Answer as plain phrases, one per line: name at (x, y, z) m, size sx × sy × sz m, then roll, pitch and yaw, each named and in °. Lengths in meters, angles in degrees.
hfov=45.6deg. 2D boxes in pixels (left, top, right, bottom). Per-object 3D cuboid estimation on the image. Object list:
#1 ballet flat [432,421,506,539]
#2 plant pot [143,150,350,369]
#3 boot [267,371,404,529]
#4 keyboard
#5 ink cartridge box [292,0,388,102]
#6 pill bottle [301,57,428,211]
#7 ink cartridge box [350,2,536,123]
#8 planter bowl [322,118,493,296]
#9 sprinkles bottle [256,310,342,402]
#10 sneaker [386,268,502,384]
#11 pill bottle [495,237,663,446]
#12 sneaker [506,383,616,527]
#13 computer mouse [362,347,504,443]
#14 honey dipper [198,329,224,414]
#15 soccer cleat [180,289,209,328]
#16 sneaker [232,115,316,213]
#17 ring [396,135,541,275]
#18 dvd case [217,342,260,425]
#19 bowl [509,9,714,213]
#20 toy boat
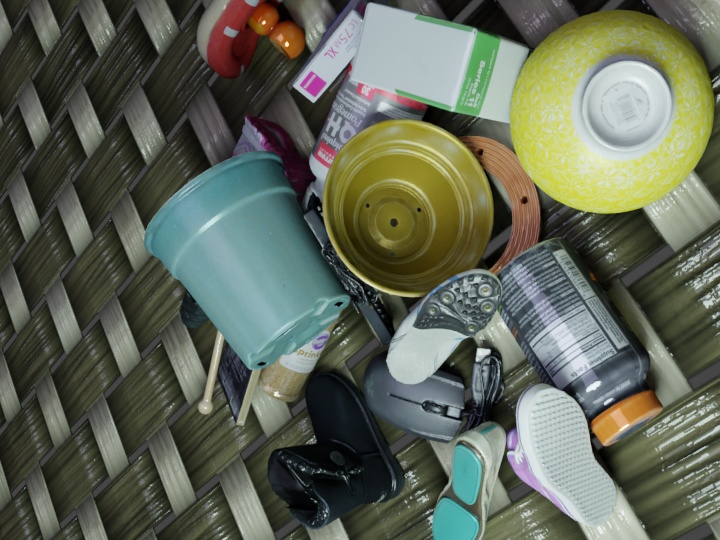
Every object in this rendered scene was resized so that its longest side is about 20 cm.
ballet flat at (0.130, 0.250, 0.970) m, size 0.067 × 0.062 × 0.202 m, roll 36°, pitch 138°, yaw 28°
plant pot at (-0.123, -0.003, 1.026) m, size 0.200 × 0.199 × 0.197 m, roll -44°, pitch 75°, yaw 29°
boot at (-0.050, 0.213, 1.055) m, size 0.077 × 0.167 × 0.201 m, roll -49°, pitch 60°, yaw 26°
keyboard at (0.000, 0.000, 1.015) m, size 0.039 × 0.104 × 0.201 m, roll -27°, pitch 112°, yaw 14°
ink cartridge box at (-0.017, -0.297, 1.065) m, size 0.042 × 0.201 × 0.119 m, roll 37°, pitch 122°, yaw -16°
pill bottle at (0.002, -0.155, 1.058) m, size 0.110 × 0.110 × 0.202 m, roll 37°, pitch 111°, yaw 33°
ink cartridge box at (0.109, -0.215, 0.918) m, size 0.146 × 0.199 × 0.084 m, roll 26°, pitch 108°, yaw 37°
planter bowl at (0.047, -0.064, 0.986) m, size 0.083 × 0.197 × 0.204 m, roll 136°, pitch 125°, yaw -74°
sprinkles bottle at (-0.071, 0.077, 1.139) m, size 0.068 × 0.068 × 0.202 m, roll 41°, pitch 114°, yaw 32°
sneaker at (0.089, 0.053, 0.937) m, size 0.071 × 0.073 × 0.200 m, roll 31°, pitch 137°, yaw -7°
pill bottle at (0.223, 0.075, 0.877) m, size 0.106 × 0.106 × 0.202 m, roll -43°, pitch 64°, yaw 29°
sneaker at (0.177, 0.177, 0.871) m, size 0.073 × 0.202 × 0.114 m, roll -41°, pitch 36°, yaw -17°
computer mouse at (0.073, 0.149, 1.030) m, size 0.198 × 0.052 × 0.141 m, roll 10°, pitch 96°, yaw 39°
honey dipper at (-0.208, 0.113, 1.241) m, size 0.038 × 0.038 × 0.203 m, roll 23°, pitch 103°, yaw 37°
soccer cleat at (-0.225, 0.005, 1.256) m, size 0.068 × 0.081 × 0.201 m, roll 50°, pitch 118°, yaw 28°
sneaker at (-0.114, -0.124, 1.177) m, size 0.089 × 0.081 × 0.201 m, roll -56°, pitch 50°, yaw 25°
ring at (0.126, -0.056, 1.014) m, size 0.198 × 0.019 × 0.204 m, roll -2°, pitch 87°, yaw 38°
dvd case at (-0.155, 0.091, 1.198) m, size 0.149 × 0.016 × 0.203 m, roll 46°, pitch 121°, yaw 62°
bowl at (0.243, -0.151, 0.811) m, size 0.197 × 0.108 × 0.204 m, roll 1°, pitch 97°, yaw 8°
toy boat at (-0.132, -0.344, 1.183) m, size 0.131 × 0.131 × 0.200 m, roll 42°, pitch 118°, yaw -1°
